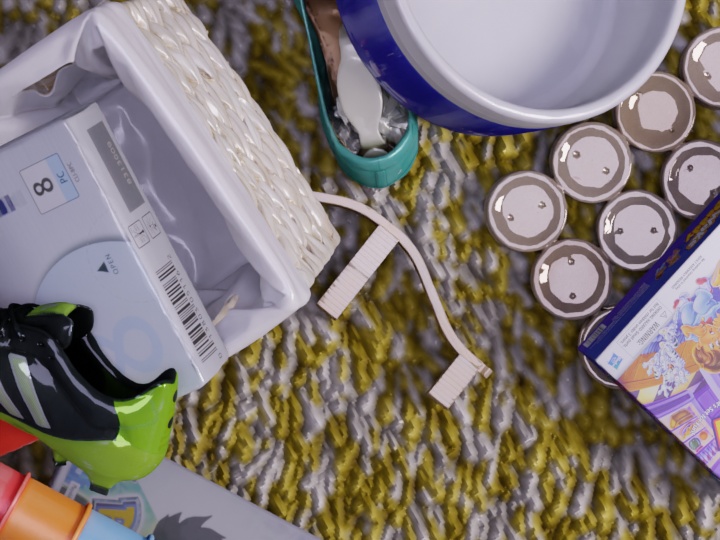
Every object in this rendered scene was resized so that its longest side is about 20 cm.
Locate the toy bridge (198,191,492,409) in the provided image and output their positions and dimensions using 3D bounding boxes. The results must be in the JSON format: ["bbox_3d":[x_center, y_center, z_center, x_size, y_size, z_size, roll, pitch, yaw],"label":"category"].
[{"bbox_3d":[0.000,0.000,1.391,0.200,0.027,0.067,38,87,0],"label":"toy bridge"}]

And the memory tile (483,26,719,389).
[{"bbox_3d":[0.187,-0.039,1.405,0.200,0.017,0.153,-36,90,-2],"label":"memory tile"}]

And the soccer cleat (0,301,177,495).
[{"bbox_3d":[-0.187,0.044,1.222,0.199,0.068,0.081,25,110,6],"label":"soccer cleat"}]

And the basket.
[{"bbox_3d":[-0.119,-0.048,1.312,0.135,0.123,0.200,-31,97,24],"label":"basket"}]

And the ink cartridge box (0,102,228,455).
[{"bbox_3d":[-0.193,0.020,1.266,0.200,0.047,0.160,-24,100,22],"label":"ink cartridge box"}]

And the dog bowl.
[{"bbox_3d":[0.086,-0.179,1.339,0.199,0.079,0.201,2,85,-25],"label":"dog bowl"}]

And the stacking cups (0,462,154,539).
[{"bbox_3d":[-0.144,0.159,1.298,0.200,0.061,0.061,33,88,-8],"label":"stacking cups"}]

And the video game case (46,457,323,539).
[{"bbox_3d":[-0.122,0.212,1.334,0.182,0.022,0.200,29,63,-10],"label":"video game case"}]

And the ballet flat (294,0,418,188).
[{"bbox_3d":[-0.004,-0.149,1.373,0.067,0.070,0.201,-13,89,-2],"label":"ballet flat"}]

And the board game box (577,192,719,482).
[{"bbox_3d":[0.247,0.020,1.376,0.134,0.045,0.200,42,90,-12],"label":"board game box"}]
